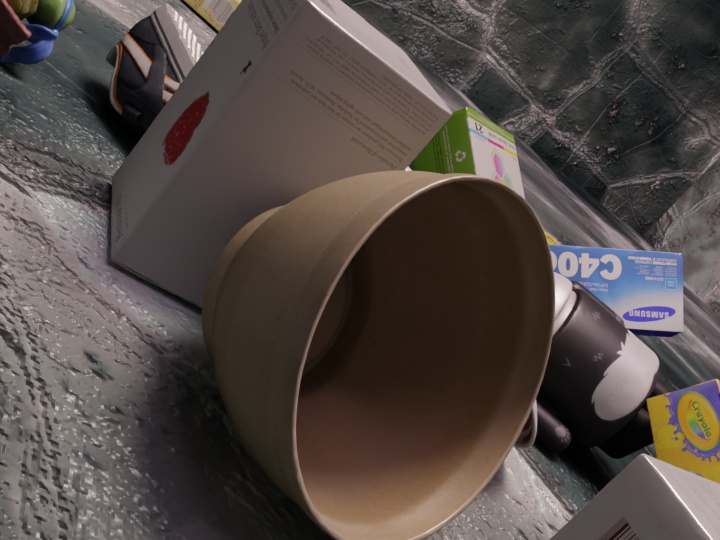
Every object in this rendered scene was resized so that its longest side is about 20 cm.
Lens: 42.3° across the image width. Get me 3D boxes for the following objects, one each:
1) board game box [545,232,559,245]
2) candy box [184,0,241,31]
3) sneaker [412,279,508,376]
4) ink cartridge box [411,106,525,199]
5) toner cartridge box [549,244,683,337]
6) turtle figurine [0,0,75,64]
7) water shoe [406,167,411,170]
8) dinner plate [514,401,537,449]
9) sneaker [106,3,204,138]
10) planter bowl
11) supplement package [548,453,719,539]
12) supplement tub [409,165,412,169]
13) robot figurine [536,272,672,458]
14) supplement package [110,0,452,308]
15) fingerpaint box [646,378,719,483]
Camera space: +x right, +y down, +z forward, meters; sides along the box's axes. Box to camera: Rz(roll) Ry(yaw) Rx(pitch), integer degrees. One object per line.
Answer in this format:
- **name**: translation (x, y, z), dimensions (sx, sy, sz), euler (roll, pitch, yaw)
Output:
- **board game box**: translation (0.217, 0.014, 1.150), dimensions (0.200, 0.102, 0.048), euler (44, 16, 9)
- **candy box**: translation (-0.222, -0.405, 1.312), dimensions (0.200, 0.055, 0.115), euler (42, 17, 3)
- **sneaker**: translation (0.048, 0.009, 0.642), dimensions (0.067, 0.090, 0.200), euler (-20, 63, -26)
- **ink cartridge box**: translation (0.127, -0.058, 1.018), dimensions (0.148, 0.076, 0.200), euler (10, 69, -61)
- **toner cartridge box**: translation (0.269, 0.022, 1.081), dimensions (0.200, 0.095, 0.043), euler (3, -11, 1)
- **turtle figurine**: translation (-0.295, -0.261, 0.665), dimensions (0.144, 0.200, 0.194), euler (10, -4, 44)
- **water shoe**: translation (0.005, -0.110, 0.962), dimensions (0.200, 0.071, 0.079), euler (45, 17, -5)
- **dinner plate**: translation (0.095, 0.048, 0.747), dimensions (0.200, 0.024, 0.200), euler (62, -10, 19)
- **sneaker**: translation (-0.146, -0.123, 0.752), dimensions (0.200, 0.079, 0.078), euler (62, 8, 31)
- **planter bowl**: translation (-0.003, 0.034, 0.522), dimensions (0.135, 0.200, 0.200), euler (20, -2, 43)
- **supplement package**: translation (0.236, 0.224, 0.647), dimensions (0.200, 0.117, 0.117), euler (25, 22, -41)
- **supplement tub**: translation (-0.018, -0.181, 1.089), dimensions (0.200, 0.123, 0.122), euler (49, 19, 26)
- **robot figurine**: translation (0.202, 0.091, 0.897), dimensions (0.200, 0.125, 0.150), euler (41, 12, -2)
- **supplement package**: translation (-0.061, -0.080, 0.613), dimensions (0.120, 0.200, 0.121), euler (31, 19, -29)
- **fingerpaint box**: translation (0.338, 0.218, 0.824), dimensions (0.167, 0.073, 0.200), euler (26, 52, -41)
